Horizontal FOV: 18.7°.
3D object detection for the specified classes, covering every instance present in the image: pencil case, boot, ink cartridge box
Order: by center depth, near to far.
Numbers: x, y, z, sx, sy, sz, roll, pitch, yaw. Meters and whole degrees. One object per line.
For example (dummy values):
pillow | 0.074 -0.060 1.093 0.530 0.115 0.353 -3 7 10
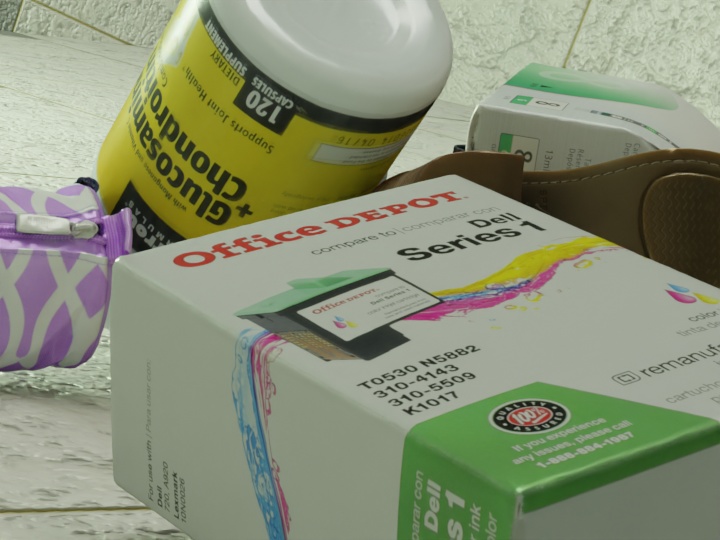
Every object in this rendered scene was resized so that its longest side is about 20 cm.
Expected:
ink cartridge box | 0.034 0.047 0.660 0.145 0.084 0.200 -15 26 -34
pencil case | -0.192 -0.002 0.874 0.200 0.084 0.085 1 -19 -30
boot | 0.091 0.001 0.923 0.200 0.077 0.155 4 -11 -12
ink cartridge box | 0.163 -0.058 1.082 0.200 0.050 0.161 8 14 12

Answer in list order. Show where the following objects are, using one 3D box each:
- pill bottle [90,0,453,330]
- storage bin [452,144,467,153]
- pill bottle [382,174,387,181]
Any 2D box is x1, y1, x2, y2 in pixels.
pill bottle | -0.050 -0.051 0.946 0.112 0.200 0.112 18 44 -18
storage bin | 0.150 -0.003 1.166 0.200 0.094 0.135 16 10 27
pill bottle | -0.038 -0.072 1.154 0.111 0.200 0.111 10 8 -1
